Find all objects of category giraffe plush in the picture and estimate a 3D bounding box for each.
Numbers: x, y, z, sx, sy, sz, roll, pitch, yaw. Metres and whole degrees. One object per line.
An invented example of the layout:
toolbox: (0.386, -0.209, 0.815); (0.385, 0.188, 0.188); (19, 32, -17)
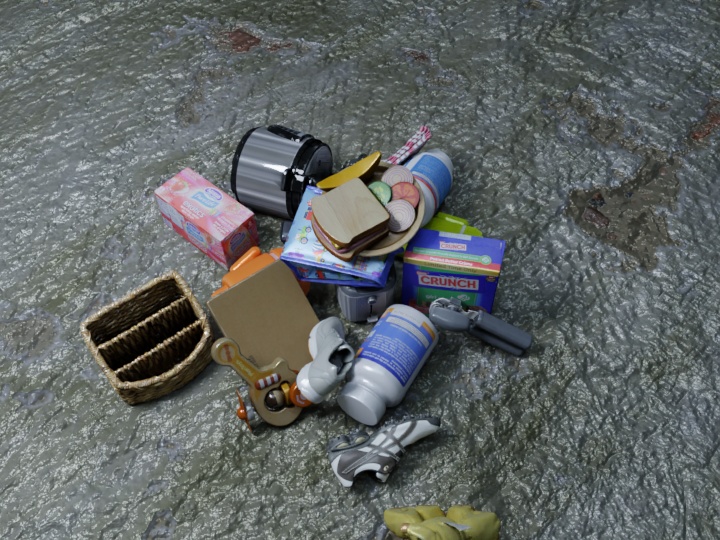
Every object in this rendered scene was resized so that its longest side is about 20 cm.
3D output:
giraffe plush: (0.124, 0.441, 1.118); (0.172, 0.200, 0.163); (0, 83, -3)

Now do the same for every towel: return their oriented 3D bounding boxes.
towel: (0.056, -0.212, 1.588); (0.200, 0.146, 0.030); (-41, 88, -25)

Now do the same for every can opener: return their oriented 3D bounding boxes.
can opener: (0.211, 0.109, 1.363); (0.200, 0.053, 0.067); (26, 47, -9)

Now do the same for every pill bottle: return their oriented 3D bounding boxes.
pill bottle: (0.045, 0.166, 1.331); (0.112, 0.112, 0.200); (26, 58, 19)
pill bottle: (0.124, -0.174, 1.554); (0.112, 0.112, 0.200); (19, 36, 14)

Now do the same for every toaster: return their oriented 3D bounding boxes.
toaster: (0.000, 0.000, 1.442); (0.113, 0.129, 0.200); (-12, 55, -8)

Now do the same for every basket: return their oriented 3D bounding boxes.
basket: (-0.364, 0.127, 1.346); (0.200, 0.149, 0.143); (-31, 59, -21)

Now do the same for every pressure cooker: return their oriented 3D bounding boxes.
pressure cooker: (-0.142, -0.193, 1.557); (0.200, 0.179, 0.176); (16, 55, 17)

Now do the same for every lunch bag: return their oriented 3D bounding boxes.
lunch bag: (-0.017, -0.056, 1.335); (0.200, 0.094, 0.151); (8, 67, 26)

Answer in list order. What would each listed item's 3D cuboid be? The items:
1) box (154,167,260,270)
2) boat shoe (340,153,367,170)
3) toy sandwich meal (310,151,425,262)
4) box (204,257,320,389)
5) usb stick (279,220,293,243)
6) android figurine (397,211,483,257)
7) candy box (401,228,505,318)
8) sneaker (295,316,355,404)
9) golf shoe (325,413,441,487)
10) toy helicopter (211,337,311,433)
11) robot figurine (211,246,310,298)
box: (-0.310, -0.106, 1.543); (0.200, 0.103, 0.095); (34, 61, 24)
boat shoe: (-0.013, -0.201, 1.578); (0.057, 0.069, 0.200); (45, 23, 1)
toy sandwich meal: (0.009, -0.112, 1.282); (0.205, 0.070, 0.206); (-3, 65, 6)
box: (-0.158, 0.101, 1.363); (0.163, 0.021, 0.200); (-32, 99, -20)
usb stick: (-0.065, -0.073, 1.556); (0.200, 0.033, 0.056); (4, 53, 3)
android figurine: (0.164, -0.043, 1.524); (0.200, 0.041, 0.182); (15, 55, 15)
candy box: (0.163, 0.019, 1.381); (0.169, 0.200, 0.077); (9, 55, 8)
sneaker: (-0.041, 0.141, 1.312); (0.092, 0.076, 0.200); (-34, 23, 27)
golf shoe: (0.046, 0.299, 1.269); (0.200, 0.078, 0.095); (-16, 72, -8)
toy helicopter: (-0.180, 0.192, 1.291); (0.132, 0.200, 0.079); (-48, 24, -9)
robot figurine: (-0.180, 0.030, 1.432); (0.200, 0.117, 0.144); (-29, 27, -19)
